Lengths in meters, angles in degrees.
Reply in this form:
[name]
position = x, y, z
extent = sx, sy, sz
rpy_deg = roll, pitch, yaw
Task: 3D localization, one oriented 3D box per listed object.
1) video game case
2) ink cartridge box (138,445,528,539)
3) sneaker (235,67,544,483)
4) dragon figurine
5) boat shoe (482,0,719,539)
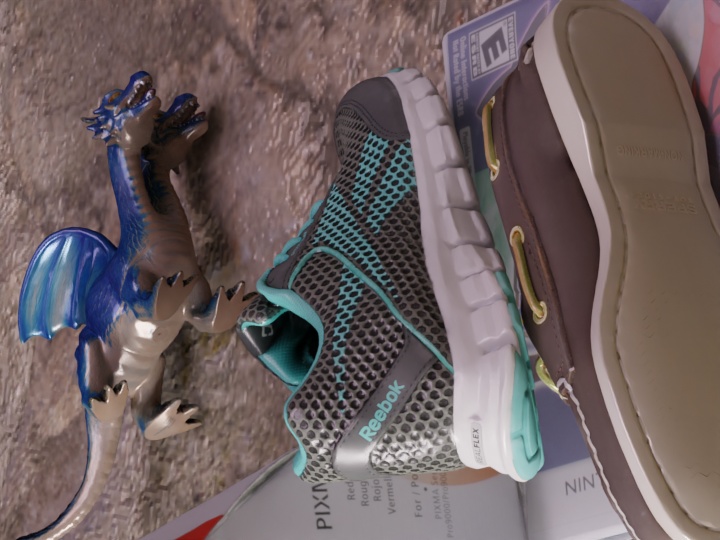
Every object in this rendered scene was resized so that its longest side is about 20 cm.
[video game case]
position = 0.099, -0.013, 0.942
extent = 0.182, 0.023, 0.201
rpy_deg = -22, 67, 48
[ink cartridge box]
position = -0.066, 0.095, 0.969
extent = 0.162, 0.199, 0.050
rpy_deg = -33, 57, 55
[sneaker]
position = 0.000, 0.000, 0.939
extent = 0.200, 0.091, 0.078
rpy_deg = -105, 3, -55
[dragon figurine]
position = -0.104, 0.018, 1.165
extent = 0.099, 0.059, 0.201
rpy_deg = 46, 119, 45
[boat shoe]
position = 0.083, 0.008, 0.887
extent = 0.060, 0.071, 0.201
rpy_deg = -45, 48, 45
